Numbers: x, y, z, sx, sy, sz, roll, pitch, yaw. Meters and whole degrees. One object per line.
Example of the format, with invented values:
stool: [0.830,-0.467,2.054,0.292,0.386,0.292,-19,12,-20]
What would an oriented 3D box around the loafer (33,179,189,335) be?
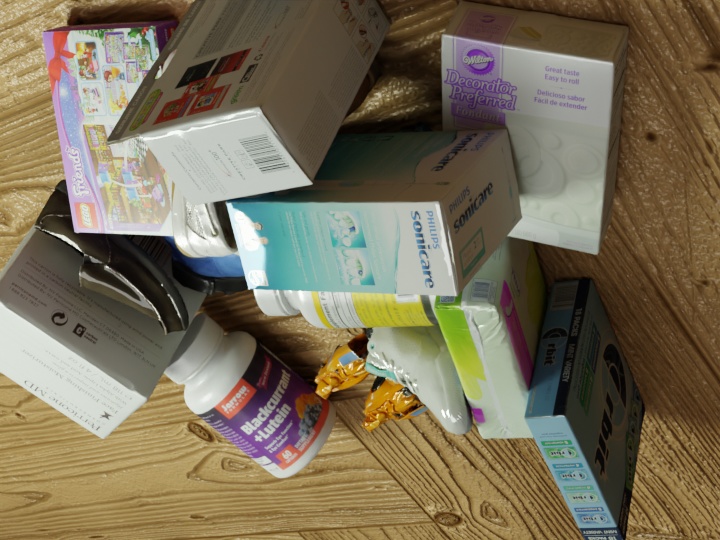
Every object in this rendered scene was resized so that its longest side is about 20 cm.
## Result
loafer: [-0.258,-0.001,1.435,0.200,0.071,0.073,46,167,1]

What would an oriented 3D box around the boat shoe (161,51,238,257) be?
boat shoe: [-0.136,-0.112,1.278,0.069,0.071,0.202,3,104,36]

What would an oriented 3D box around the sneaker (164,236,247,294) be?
sneaker: [-0.194,-0.040,1.451,0.199,0.077,0.112,22,133,-5]

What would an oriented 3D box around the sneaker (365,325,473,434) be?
sneaker: [0.050,0.092,1.372,0.088,0.201,0.076,-20,135,-2]

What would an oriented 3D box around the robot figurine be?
robot figurine: [0.041,0.108,1.519,0.145,0.058,0.200,36,143,-15]

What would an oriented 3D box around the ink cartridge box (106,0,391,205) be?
ink cartridge box: [-0.092,-0.157,1.161,0.175,0.201,0.084,-7,134,36]

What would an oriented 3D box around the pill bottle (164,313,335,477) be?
pill bottle: [-0.134,0.142,1.620,0.200,0.112,0.111,41,141,-20]

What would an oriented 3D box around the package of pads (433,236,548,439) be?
package of pads: [0.129,0.039,1.306,0.068,0.155,0.201,-3,138,18]

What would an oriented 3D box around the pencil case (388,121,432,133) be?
pencil case: [-0.028,-0.088,1.303,0.199,0.086,0.092,-1,152,31]

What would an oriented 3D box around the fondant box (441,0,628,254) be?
fondant box: [0.144,-0.118,1.172,0.143,0.058,0.201,12,134,18]

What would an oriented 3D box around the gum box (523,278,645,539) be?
gum box: [0.223,0.139,1.355,0.044,0.171,0.201,-7,133,27]

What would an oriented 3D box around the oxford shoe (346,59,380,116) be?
oxford shoe: [-0.074,-0.151,1.268,0.199,0.072,0.071,-13,131,45]

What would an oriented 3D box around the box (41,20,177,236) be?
box: [-0.226,-0.135,1.328,0.136,0.039,0.201,3,109,28]

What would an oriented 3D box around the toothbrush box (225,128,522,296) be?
toothbrush box: [0.014,-0.051,1.150,0.199,0.146,0.086,0,117,29]

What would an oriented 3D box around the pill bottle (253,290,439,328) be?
pill bottle: [0.000,0.000,1.351,0.199,0.112,0.112,-2,136,21]

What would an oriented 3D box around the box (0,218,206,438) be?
box: [-0.293,0.036,1.513,0.198,0.201,0.131,35,142,-12]
